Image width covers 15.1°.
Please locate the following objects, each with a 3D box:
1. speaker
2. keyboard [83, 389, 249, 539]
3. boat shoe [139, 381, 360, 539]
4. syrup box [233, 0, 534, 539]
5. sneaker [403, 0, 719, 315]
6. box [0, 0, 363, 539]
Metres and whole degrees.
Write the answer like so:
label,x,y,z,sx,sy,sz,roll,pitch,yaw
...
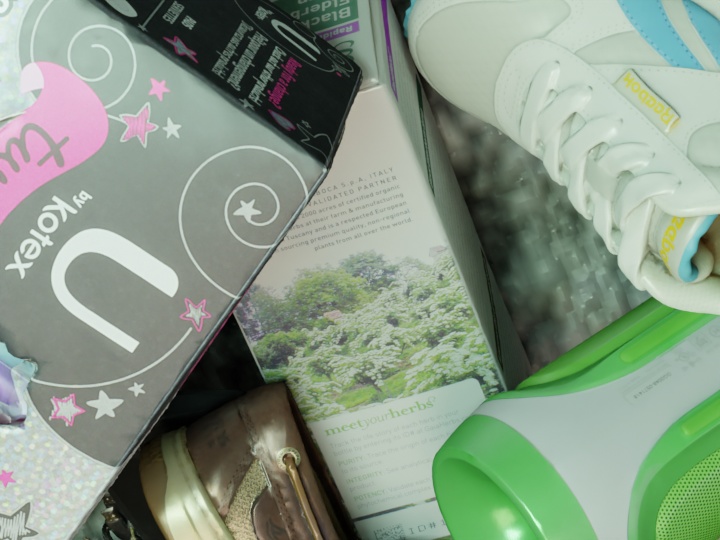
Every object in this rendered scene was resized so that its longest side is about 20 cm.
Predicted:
label,x,y,z,sx,sy,sz,roll,pitch,yaw
speaker,0.123,0.040,0.919,0.199,0.088,0.089,-32,130,-22
keyboard,-0.048,0.096,1.025,0.103,0.040,0.200,-8,141,17
boat shoe,0.004,0.123,0.934,0.072,0.072,0.201,-32,107,6
syrup box,0.000,0.000,0.935,0.078,0.082,0.201,-16,126,9
sneaker,0.097,-0.042,0.874,0.199,0.081,0.077,27,140,17
box,-0.100,0.003,0.800,0.114,0.132,0.200,33,106,-6
